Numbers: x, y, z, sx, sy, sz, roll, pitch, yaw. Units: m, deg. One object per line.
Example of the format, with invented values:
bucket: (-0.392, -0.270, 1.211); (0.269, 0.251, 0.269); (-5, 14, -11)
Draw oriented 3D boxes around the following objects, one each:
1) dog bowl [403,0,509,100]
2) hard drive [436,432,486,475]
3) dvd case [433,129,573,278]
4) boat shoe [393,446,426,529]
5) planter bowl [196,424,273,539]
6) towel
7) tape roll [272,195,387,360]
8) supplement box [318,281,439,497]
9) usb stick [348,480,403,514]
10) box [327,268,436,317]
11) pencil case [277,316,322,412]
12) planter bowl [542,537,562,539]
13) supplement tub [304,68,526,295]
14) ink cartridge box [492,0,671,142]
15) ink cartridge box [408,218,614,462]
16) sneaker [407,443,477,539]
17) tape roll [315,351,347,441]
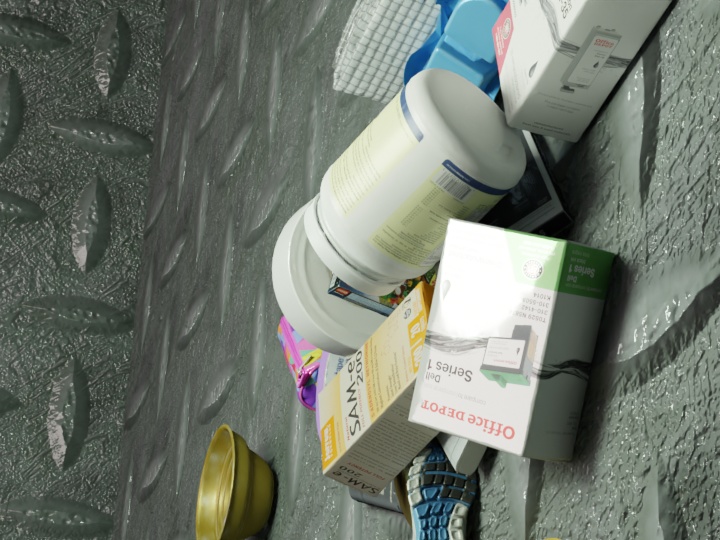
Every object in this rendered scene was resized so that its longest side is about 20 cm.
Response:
dog bowl: (0.124, -0.249, 1.735); (0.050, 0.111, 0.201); (-48, -12, -47)
hard drive: (0.110, 0.113, 1.663); (0.133, 0.027, 0.200); (-66, 20, 16)
dvd case: (0.131, -0.072, 1.607); (0.150, 0.025, 0.201); (-34, 35, 15)
boat shoe: (0.065, 0.203, 1.729); (0.201, 0.063, 0.074); (-105, 10, -50)
planter bowl: (-0.183, 0.340, 2.341); (0.200, 0.083, 0.202); (-168, 90, -73)
towel: (0.071, -0.284, 1.825); (0.086, 0.164, 0.201); (-88, 19, -44)
tape roll: (0.000, 0.000, 1.812); (0.071, 0.201, 0.204); (152, 127, -67)
supplement box: (0.039, 0.128, 1.652); (0.200, 0.073, 0.126); (-49, 28, 29)
usb stick: (0.028, 0.256, 1.843); (0.200, 0.032, 0.056); (171, 109, -71)
box: (0.055, -0.045, 1.717); (0.038, 0.136, 0.201); (-32, 39, 65)
pencil case: (-0.063, 0.118, 2.130); (0.200, 0.088, 0.089); (-117, 41, -64)
planter bowl: (0.129, 0.337, 1.398); (0.200, 0.083, 0.202); (-168, 90, -73)
supplement tub: (0.051, -0.084, 1.529); (0.200, 0.144, 0.146); (-45, 34, 29)
ink cartridge box: (0.210, -0.248, 1.499); (0.200, 0.082, 0.147); (120, 155, -46)
ink cartridge box: (0.139, 0.065, 1.443); (0.145, 0.084, 0.202); (12, 92, 42)
sneaker: (0.080, 0.278, 1.616); (0.087, 0.074, 0.201); (97, 178, -52)
tape roll: (0.006, 0.131, 1.938); (0.200, 0.065, 0.202); (-168, 90, -72)
